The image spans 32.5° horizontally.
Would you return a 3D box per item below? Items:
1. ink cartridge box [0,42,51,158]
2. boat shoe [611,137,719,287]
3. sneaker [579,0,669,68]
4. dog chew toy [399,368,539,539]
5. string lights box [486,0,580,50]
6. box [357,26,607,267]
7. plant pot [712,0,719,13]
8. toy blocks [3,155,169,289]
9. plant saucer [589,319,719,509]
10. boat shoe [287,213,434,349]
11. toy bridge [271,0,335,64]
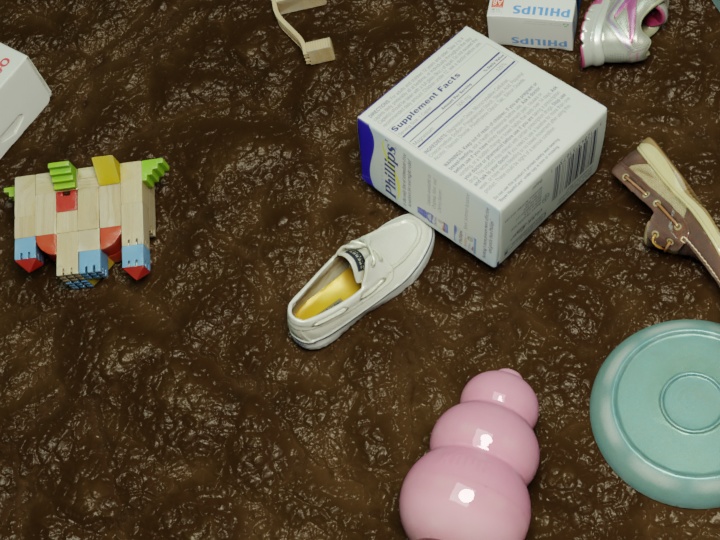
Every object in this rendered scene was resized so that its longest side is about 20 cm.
[{"bbox_3d":[-0.511,-0.226,1.536,0.200,0.084,0.145,27,70,22],"label":"ink cartridge box"},{"bbox_3d":[0.330,-0.046,1.294,0.072,0.072,0.200,-35,65,15],"label":"boat shoe"},{"bbox_3d":[0.317,-0.317,1.435,0.088,0.081,0.200,13,74,16],"label":"sneaker"},{"bbox_3d":[0.115,0.182,1.180,0.124,0.125,0.200,14,58,17],"label":"dog chew toy"},{"bbox_3d":[0.218,-0.363,1.484,0.103,0.059,0.200,6,64,13],"label":"string lights box"},{"bbox_3d":[0.129,-0.137,1.340,0.200,0.105,0.184,36,64,25],"label":"box"},{"bbox_3d":[0.481,-0.415,1.381,0.195,0.200,0.197,-22,61,-2],"label":"plant pot"},{"bbox_3d":[-0.312,-0.044,1.405,0.199,0.100,0.137,-6,72,7],"label":"toy blocks"},{"bbox_3d":[0.327,0.134,1.215,0.200,0.027,0.201,-4,62,8],"label":"plant saucer"},{"bbox_3d":[0.000,0.000,1.323,0.200,0.070,0.071,-38,63,-13],"label":"boat shoe"},{"bbox_3d":[-0.077,-0.341,1.547,0.067,0.027,0.200,-12,60,6],"label":"toy bridge"}]
